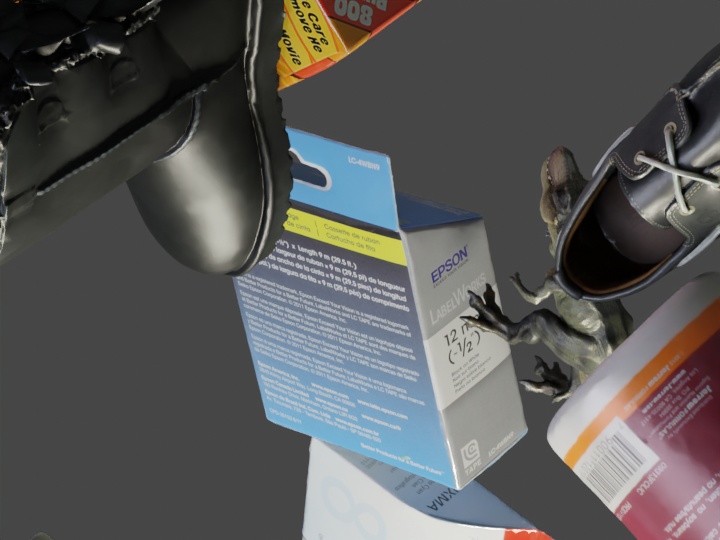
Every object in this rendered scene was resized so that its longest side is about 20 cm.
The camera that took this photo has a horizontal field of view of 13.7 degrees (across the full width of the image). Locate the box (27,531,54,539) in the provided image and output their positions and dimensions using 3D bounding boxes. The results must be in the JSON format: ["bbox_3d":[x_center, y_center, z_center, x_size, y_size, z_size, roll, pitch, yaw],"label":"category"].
[{"bbox_3d":[-0.219,0.282,2.052,0.095,0.078,0.200,37,143,22],"label":"box"}]

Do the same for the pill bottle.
[{"bbox_3d":[0.191,0.108,1.364,0.200,0.114,0.114,46,146,9],"label":"pill bottle"}]

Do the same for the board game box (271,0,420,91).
[{"bbox_3d":[-0.045,-0.199,1.290,0.200,0.200,0.200,-19,106,54],"label":"board game box"}]

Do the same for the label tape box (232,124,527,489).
[{"bbox_3d":[0.000,0.000,1.544,0.143,0.066,0.201,18,130,41],"label":"label tape box"}]

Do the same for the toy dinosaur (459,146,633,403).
[{"bbox_3d":[0.106,0.036,1.467,0.088,0.047,0.201,-2,122,43],"label":"toy dinosaur"}]

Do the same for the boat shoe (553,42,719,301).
[{"bbox_3d":[0.149,-0.045,1.320,0.072,0.068,0.200,50,144,4],"label":"boat shoe"}]

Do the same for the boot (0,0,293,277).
[{"bbox_3d":[-0.103,-0.045,1.173,0.073,0.162,0.199,33,141,26],"label":"boot"}]

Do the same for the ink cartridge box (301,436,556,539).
[{"bbox_3d":[0.051,0.185,1.664,0.200,0.047,0.161,37,143,26],"label":"ink cartridge box"}]
